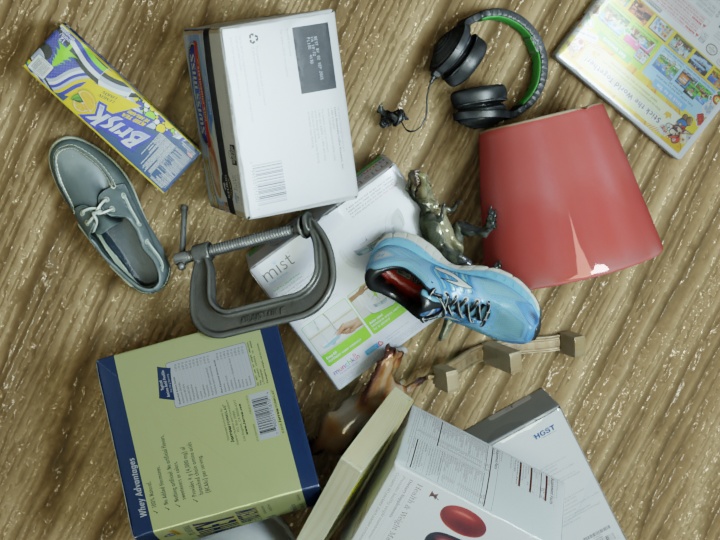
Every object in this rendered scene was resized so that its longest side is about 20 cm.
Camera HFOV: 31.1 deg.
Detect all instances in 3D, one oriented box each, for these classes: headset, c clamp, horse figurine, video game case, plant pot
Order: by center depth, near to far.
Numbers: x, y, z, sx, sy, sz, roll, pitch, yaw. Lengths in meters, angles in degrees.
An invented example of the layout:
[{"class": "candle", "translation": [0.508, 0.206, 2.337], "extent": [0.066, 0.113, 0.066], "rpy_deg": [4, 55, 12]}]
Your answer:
[{"class": "c clamp", "translation": [-0.117, -0.012, 1.386], "extent": [0.199, 0.027, 0.172], "rpy_deg": [-8, 62, 21]}, {"class": "plant pot", "translation": [0.219, -0.084, 1.438], "extent": [0.200, 0.200, 0.178], "rpy_deg": [-14, 93, -5]}, {"class": "headset", "translation": [0.115, -0.212, 1.458], "extent": [0.200, 0.094, 0.124], "rpy_deg": [-31, 101, -17]}, {"class": "horse figurine", "translation": [0.003, 0.160, 1.476], "extent": [0.200, 0.132, 0.050], "rpy_deg": [-43, 73, 18]}, {"class": "video game case", "translation": [0.351, -0.259, 1.496], "extent": [0.200, 0.023, 0.182], "rpy_deg": [37, 94, -15]}]

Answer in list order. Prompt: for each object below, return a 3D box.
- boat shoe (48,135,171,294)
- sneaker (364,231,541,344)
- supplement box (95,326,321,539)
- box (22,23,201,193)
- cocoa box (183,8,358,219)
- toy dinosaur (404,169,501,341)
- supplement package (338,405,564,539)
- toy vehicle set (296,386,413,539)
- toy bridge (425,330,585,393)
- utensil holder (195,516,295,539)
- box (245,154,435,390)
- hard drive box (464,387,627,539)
[{"class": "boat shoe", "translation": [-0.274, -0.060, 1.426], "extent": [0.073, 0.062, 0.200], "rpy_deg": [-32, 104, -1]}, {"class": "sneaker", "translation": [0.091, 0.034, 1.353], "extent": [0.199, 0.090, 0.079], "rpy_deg": [22, 123, 15]}, {"class": "supplement box", "translation": [-0.162, 0.178, 1.416], "extent": [0.199, 0.134, 0.201], "rpy_deg": [-15, 73, -4]}, {"class": "box", "translation": [-0.266, -0.175, 1.398], "extent": [0.200, 0.070, 0.064], "rpy_deg": [44, 91, -14]}, {"class": "cocoa box", "translation": [-0.097, -0.168, 1.380], "extent": [0.133, 0.131, 0.201], "rpy_deg": [-13, 104, -23]}, {"class": "toy dinosaur", "translation": [0.106, -0.022, 1.398], "extent": [0.088, 0.047, 0.201], "rpy_deg": [-6, 108, 23]}, {"class": "supplement package", "translation": [0.095, 0.298, 1.443], "extent": [0.199, 0.147, 0.192], "rpy_deg": [27, 112, 0]}, {"class": "toy vehicle set", "translation": [-0.012, 0.230, 1.418], "extent": [0.026, 0.124, 0.200], "rpy_deg": [33, 133, 9]}, {"class": "toy bridge", "translation": [0.164, 0.102, 1.516], "extent": [0.199, 0.067, 0.027], "rpy_deg": [-12, 105, -25]}, {"class": "utensil holder", "translation": [-0.144, 0.371, 1.465], "extent": [0.169, 0.200, 0.171], "rpy_deg": [-2, 101, -8]}, {"class": "box", "translation": [0.000, 0.000, 1.461], "extent": [0.200, 0.097, 0.177], "rpy_deg": [-37, 104, 1]}, {"class": "hard drive box", "translation": [0.205, 0.270, 1.557], "extent": [0.155, 0.077, 0.201], "rpy_deg": [-28, 104, -2]}]
